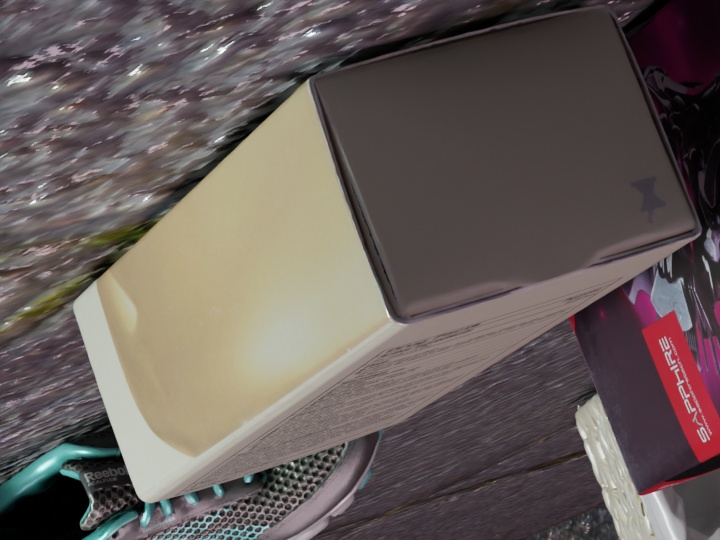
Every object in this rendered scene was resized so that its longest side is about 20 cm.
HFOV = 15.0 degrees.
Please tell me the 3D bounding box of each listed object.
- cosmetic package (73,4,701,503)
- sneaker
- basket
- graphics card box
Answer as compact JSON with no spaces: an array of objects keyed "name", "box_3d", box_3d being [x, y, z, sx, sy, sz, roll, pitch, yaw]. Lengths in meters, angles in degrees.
[{"name":"cosmetic package","box_3d":[0.000,0.000,0.795,0.105,0.071,0.200,-16,169,-30]},{"name":"sneaker","box_3d":[-0.086,0.094,1.154,0.199,0.078,0.091,-25,167,10]},{"name":"basket","box_3d":[0.261,0.114,1.857,0.199,0.136,0.123,-18,173,-16]},{"name":"graphics card box","box_3d":[0.119,-0.019,0.793,0.051,0.126,0.200,-16,170,-26]}]
